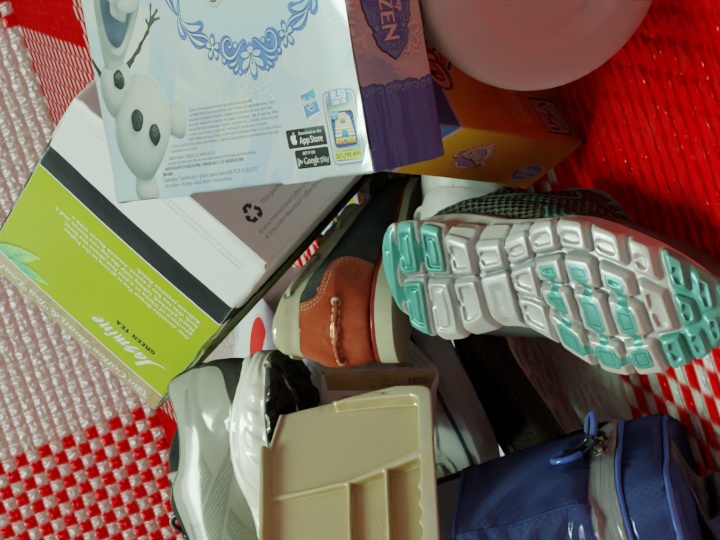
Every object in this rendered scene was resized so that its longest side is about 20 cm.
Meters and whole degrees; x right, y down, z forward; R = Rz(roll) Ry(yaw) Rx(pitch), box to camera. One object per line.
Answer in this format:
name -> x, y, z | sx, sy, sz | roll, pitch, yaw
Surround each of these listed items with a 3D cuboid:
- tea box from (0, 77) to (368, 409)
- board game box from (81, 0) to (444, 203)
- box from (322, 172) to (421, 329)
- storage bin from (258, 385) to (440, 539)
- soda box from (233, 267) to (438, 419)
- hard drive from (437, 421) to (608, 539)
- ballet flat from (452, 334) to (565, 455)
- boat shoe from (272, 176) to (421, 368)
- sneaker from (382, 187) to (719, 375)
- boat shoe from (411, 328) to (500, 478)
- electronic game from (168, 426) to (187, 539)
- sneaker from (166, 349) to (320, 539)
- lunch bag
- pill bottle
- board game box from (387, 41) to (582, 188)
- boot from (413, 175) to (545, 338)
tea box -> -0.072, -0.065, 1.486 | 0.134, 0.200, 0.197 | 42, 148, 0
board game box -> -0.055, -0.135, 1.188 | 0.200, 0.043, 0.199 | -4, 98, 53
box -> 0.007, -0.064, 1.635 | 0.200, 0.038, 0.137 | 60, 148, 37
storage bin -> 0.025, 0.194, 1.378 | 0.199, 0.094, 0.200 | -91, -18, -47
soda box -> -0.017, 0.054, 1.555 | 0.200, 0.068, 0.064 | -133, 45, -67
hard drive -> 0.105, 0.199, 1.516 | 0.033, 0.139, 0.200 | -29, -82, -77
ballet flat -> 0.094, 0.077, 1.599 | 0.067, 0.046, 0.200 | 71, 176, -49
boat shoe -> 0.000, 0.000, 1.454 | 0.200, 0.063, 0.071 | -68, -28, -68
sneaker -> 0.105, -0.009, 1.290 | 0.200, 0.091, 0.078 | 13, 124, 43
boat shoe -> 0.042, 0.101, 1.606 | 0.200, 0.067, 0.074 | 70, 176, -55
electronic game -> -0.029, 0.153, 1.564 | 0.200, 0.042, 0.200 | 36, -150, -25
sneaker -> -0.060, 0.141, 1.449 | 0.074, 0.079, 0.200 | -11, -82, -63
lunch bag -> 0.129, 0.164, 1.350 | 0.136, 0.132, 0.200 | -71, -35, -72
pill bottle -> 0.045, -0.162, 1.215 | 0.200, 0.111, 0.111 | -129, 21, -58
board game box -> 0.011, -0.116, 1.312 | 0.200, 0.040, 0.153 | 2, -124, -59
boot -> 0.070, -0.018, 1.464 | 0.200, 0.073, 0.096 | 40, -125, -78
